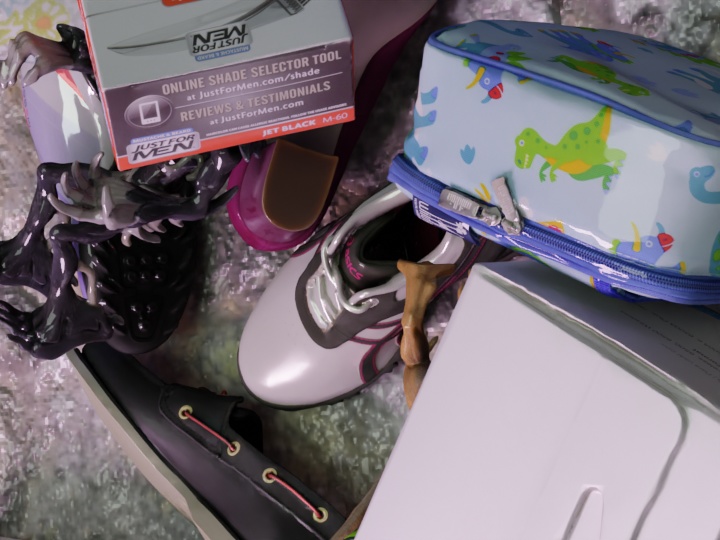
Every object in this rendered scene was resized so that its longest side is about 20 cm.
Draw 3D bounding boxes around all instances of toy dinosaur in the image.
[{"bbox_3d":[0.037,0.052,1.131,0.060,0.200,0.107,4,95,13],"label":"toy dinosaur"}]

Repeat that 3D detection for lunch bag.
[{"bbox_3d":[0.121,-0.042,1.075,0.160,0.200,0.083,23,106,31],"label":"lunch bag"}]

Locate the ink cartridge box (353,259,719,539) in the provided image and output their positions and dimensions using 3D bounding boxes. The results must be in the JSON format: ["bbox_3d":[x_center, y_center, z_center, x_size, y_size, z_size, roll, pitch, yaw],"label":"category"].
[{"bbox_3d":[0.123,0.087,1.079,0.144,0.200,0.148,31,109,29],"label":"ink cartridge box"}]

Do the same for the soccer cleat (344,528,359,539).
[{"bbox_3d":[-0.002,0.208,1.243,0.067,0.081,0.201,17,101,33],"label":"soccer cleat"}]

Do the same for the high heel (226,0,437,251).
[{"bbox_3d":[-0.015,-0.106,1.257,0.067,0.096,0.201,27,81,-10],"label":"high heel"}]

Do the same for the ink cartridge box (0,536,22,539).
[{"bbox_3d":[-0.145,0.222,1.341,0.199,0.083,0.146,4,94,34],"label":"ink cartridge box"}]

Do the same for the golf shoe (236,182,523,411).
[{"bbox_3d":[0.000,0.000,1.231,0.200,0.088,0.077,-39,72,31],"label":"golf shoe"}]

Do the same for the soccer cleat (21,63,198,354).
[{"bbox_3d":[-0.133,-0.055,1.341,0.073,0.068,0.201,-16,83,52],"label":"soccer cleat"}]

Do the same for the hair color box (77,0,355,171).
[{"bbox_3d":[-0.077,-0.151,1.177,0.110,0.064,0.201,-12,57,-5],"label":"hair color box"}]

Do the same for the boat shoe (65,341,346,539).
[{"bbox_3d":[-0.075,0.093,1.304,0.063,0.074,0.201,-41,53,-9],"label":"boat shoe"}]

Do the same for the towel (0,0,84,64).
[{"bbox_3d":[-0.127,-0.198,1.285,0.170,0.048,0.201,7,89,3],"label":"towel"}]

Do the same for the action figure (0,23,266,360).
[{"bbox_3d":[-0.114,-0.054,1.221,0.200,0.102,0.119,-52,42,23],"label":"action figure"}]
